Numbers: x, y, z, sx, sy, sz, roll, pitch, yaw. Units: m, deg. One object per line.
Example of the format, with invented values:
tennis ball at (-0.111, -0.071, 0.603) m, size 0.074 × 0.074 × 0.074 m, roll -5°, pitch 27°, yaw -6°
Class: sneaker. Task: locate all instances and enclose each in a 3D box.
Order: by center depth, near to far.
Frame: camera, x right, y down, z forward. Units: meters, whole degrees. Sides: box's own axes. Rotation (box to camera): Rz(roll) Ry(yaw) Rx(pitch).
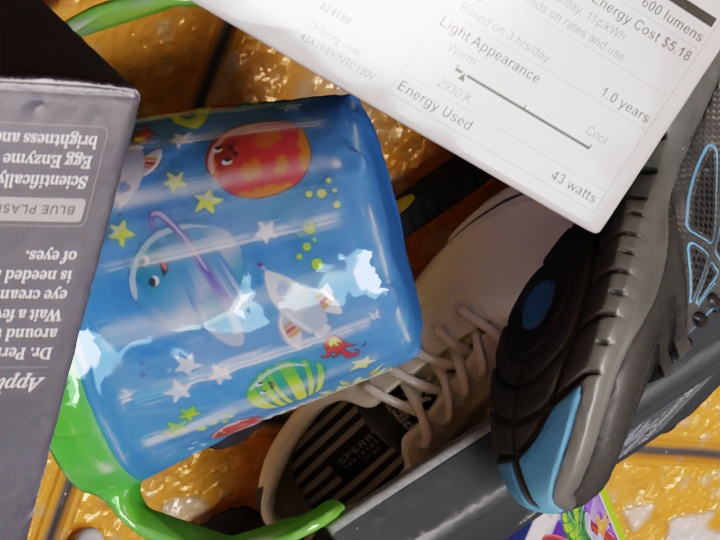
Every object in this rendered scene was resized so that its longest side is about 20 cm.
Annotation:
sneaker at (0.109, 0.001, 0.966) m, size 0.082 × 0.073 × 0.201 m, roll 30°, pitch 70°, yaw -24°
sneaker at (0.033, 0.042, 1.046) m, size 0.200 × 0.073 × 0.071 m, roll -51°, pitch 177°, yaw 31°

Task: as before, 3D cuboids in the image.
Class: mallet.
mallet at (0.000, 0.000, 1.049) m, size 0.200 × 0.066 × 0.041 m, roll -29°, pitch 140°, yaw -15°

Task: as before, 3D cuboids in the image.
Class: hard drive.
hard drive at (0.062, 0.077, 1.045) m, size 0.200 × 0.033 × 0.140 m, roll -32°, pitch 169°, yaw -20°

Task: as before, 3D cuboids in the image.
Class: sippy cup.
sippy cup at (-0.050, -0.001, 0.944) m, size 0.130 × 0.140 × 0.178 m, roll -13°, pitch 129°, yaw 6°

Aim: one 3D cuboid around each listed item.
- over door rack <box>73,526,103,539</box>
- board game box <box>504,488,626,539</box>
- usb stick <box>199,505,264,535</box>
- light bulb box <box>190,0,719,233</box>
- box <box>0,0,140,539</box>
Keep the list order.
over door rack at (-0.173, 0.149, 1.015) m, size 0.200 × 0.067 × 0.148 m, roll -33°, pitch 140°, yaw 17°
board game box at (0.059, 0.180, 1.137) m, size 0.200 × 0.045 × 0.135 m, roll -63°, pitch 142°, yaw -37°
usb stick at (-0.035, 0.183, 1.161) m, size 0.055 × 0.033 × 0.200 m, roll -25°, pitch 128°, yaw -9°
light bulb box at (0.042, -0.155, 0.921) m, size 0.198 × 0.125 × 0.200 m, roll 28°, pitch 100°, yaw -27°
box at (-0.180, -0.010, 0.845) m, size 0.117 × 0.197 × 0.201 m, roll 2°, pitch 116°, yaw -34°
